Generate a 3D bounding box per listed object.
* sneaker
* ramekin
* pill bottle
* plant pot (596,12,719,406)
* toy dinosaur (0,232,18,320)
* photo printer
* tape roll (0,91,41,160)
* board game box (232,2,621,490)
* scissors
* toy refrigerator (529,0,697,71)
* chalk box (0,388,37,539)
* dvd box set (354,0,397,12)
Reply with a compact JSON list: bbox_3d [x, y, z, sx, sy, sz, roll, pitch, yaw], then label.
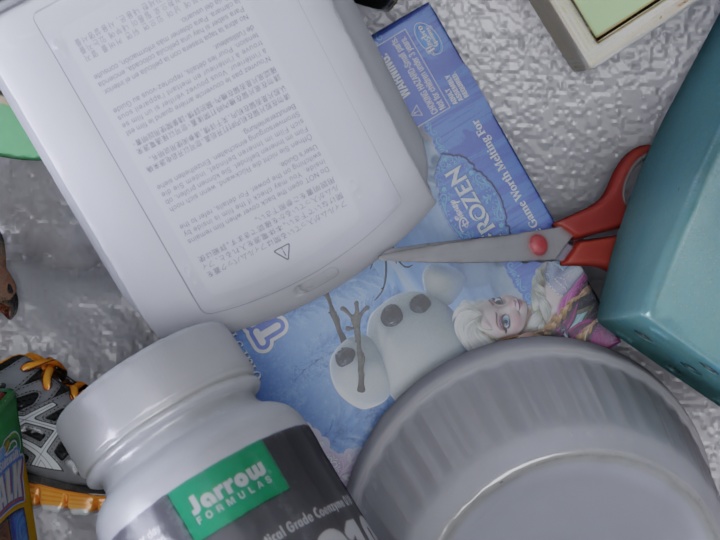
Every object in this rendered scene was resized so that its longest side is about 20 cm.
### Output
[{"bbox_3d":[-0.158,0.080,0.977,0.198,0.078,0.078,6,90,-2],"label":"sneaker"},{"bbox_3d":[0.093,0.142,0.959,0.200,0.094,0.204,-3,108,-10],"label":"ramekin"},{"bbox_3d":[-0.052,0.133,0.887,0.113,0.113,0.201,-33,79,1],"label":"pill bottle"},{"bbox_3d":[0.210,-0.036,0.933,0.141,0.141,0.201,34,83,-5],"label":"plant pot"},{"bbox_3d":[-0.241,-0.040,0.922,0.085,0.136,0.201,19,136,25],"label":"toy dinosaur"},{"bbox_3d":[-0.067,-0.072,0.909,0.165,0.070,0.201,-28,111,4],"label":"photo printer"},{"bbox_3d":[-0.160,-0.156,0.971,0.198,0.048,0.202,0,95,-3],"label":"tape roll"},{"bbox_3d":[0.000,0.000,0.992,0.198,0.043,0.201,-31,96,1],"label":"board game box"},{"bbox_3d":[0.100,-0.007,0.965,0.199,0.014,0.074,-21,92,-32],"label":"scissors"},{"bbox_3d":[0.176,-0.186,0.971,0.199,0.070,0.076,-33,96,1],"label":"toy refrigerator"},{"bbox_3d":[-0.229,0.128,0.896,0.123,0.124,0.202,1,110,12],"label":"chalk box"},{"bbox_3d":[-0.027,-0.244,0.948,0.145,0.029,0.202,17,81,-12],"label":"dvd box set"}]
